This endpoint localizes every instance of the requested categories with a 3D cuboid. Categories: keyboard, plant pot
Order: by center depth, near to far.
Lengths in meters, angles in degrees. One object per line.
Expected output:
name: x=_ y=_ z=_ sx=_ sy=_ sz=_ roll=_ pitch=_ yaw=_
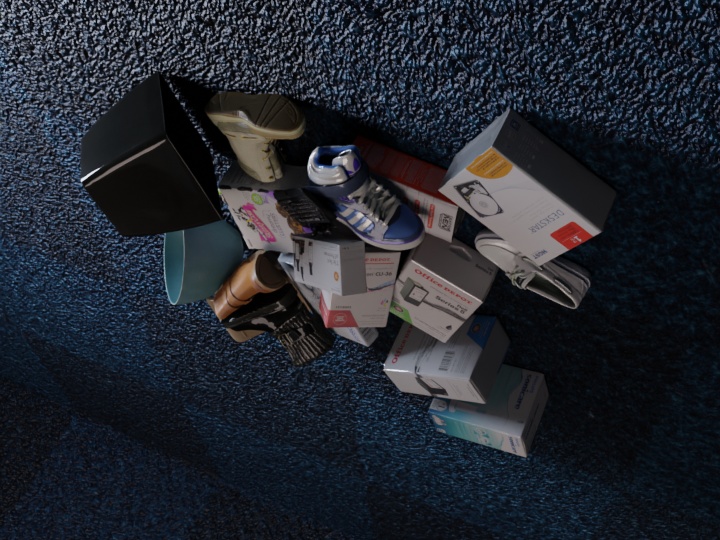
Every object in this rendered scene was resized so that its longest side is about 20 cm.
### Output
keyboard: x=-0.090 y=-0.085 z=1.464 sx=0.104 sy=0.040 sz=0.200 roll=39 pitch=172 yaw=-14
plant pot: x=-0.364 y=-0.178 z=1.551 sx=0.176 sy=0.201 sz=0.200 roll=-23 pitch=134 yaw=6
plant pot: x=-0.312 y=-0.033 z=1.841 sx=0.133 sy=0.203 sz=0.200 roll=1 pitch=160 yaw=-24

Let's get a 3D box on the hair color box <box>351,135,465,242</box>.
hair color box: x=0.070 y=-0.129 z=1.452 sx=0.198 sy=0.062 sz=0.102 roll=24 pitch=151 yaw=12

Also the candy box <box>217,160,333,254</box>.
candy box: x=-0.132 y=-0.108 z=1.635 sx=0.198 sy=0.072 sz=0.169 roll=7 pitch=143 yaw=25

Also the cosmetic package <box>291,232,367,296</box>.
cosmetic package: x=-0.055 y=-0.013 z=1.500 sx=0.199 sy=0.050 sz=0.084 roll=13 pitch=110 yaw=63

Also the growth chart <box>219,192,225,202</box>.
growth chart: x=-0.181 y=-0.105 z=1.758 sx=0.200 sy=0.018 sz=0.144 roll=43 pitch=148 yaw=-24

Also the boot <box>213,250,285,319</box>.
boot: x=-0.218 y=0.037 z=1.726 sx=0.074 sy=0.154 sz=0.200 roll=47 pitch=-170 yaw=-11

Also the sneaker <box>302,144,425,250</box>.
sneaker: x=0.006 y=-0.117 z=1.378 sx=0.198 sy=0.081 sz=0.147 roll=28 pitch=158 yaw=18

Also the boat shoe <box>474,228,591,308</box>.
boat shoe: x=0.270 y=-0.003 z=1.465 sx=0.198 sy=0.067 sz=0.074 roll=22 pitch=150 yaw=13

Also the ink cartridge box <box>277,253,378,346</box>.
ink cartridge box: x=-0.078 y=0.045 z=1.751 sx=0.199 sy=0.041 sz=0.201 roll=18 pitch=147 yaw=48

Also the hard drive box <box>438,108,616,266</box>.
hard drive box: x=0.237 y=-0.115 z=1.312 sx=0.199 sy=0.077 sz=0.156 roll=34 pitch=151 yaw=-10

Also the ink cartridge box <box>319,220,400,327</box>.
ink cartridge box: x=0.000 y=0.000 z=1.589 sx=0.115 sy=0.068 sz=0.202 roll=-1 pitch=123 yaw=-16

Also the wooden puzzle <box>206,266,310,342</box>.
wooden puzzle: x=-0.206 y=0.066 z=1.924 sx=0.198 sy=0.038 sz=0.186 roll=-21 pitch=145 yaw=1

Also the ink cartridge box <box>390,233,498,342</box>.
ink cartridge box: x=0.135 y=0.027 z=1.615 sx=0.144 sy=0.085 sz=0.200 roll=29 pitch=151 yaw=-1

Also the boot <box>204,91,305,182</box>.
boot: x=-0.150 y=-0.212 z=1.506 sx=0.198 sy=0.072 sz=0.155 roll=15 pitch=148 yaw=33

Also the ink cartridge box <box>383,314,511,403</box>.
ink cartridge box: x=0.164 y=0.161 z=1.735 sx=0.198 sy=0.146 sz=0.084 roll=2 pitch=143 yaw=39

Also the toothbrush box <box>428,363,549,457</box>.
toothbrush box: x=0.256 y=0.263 z=1.816 sx=0.198 sy=0.147 sz=0.086 roll=10 pitch=147 yaw=28

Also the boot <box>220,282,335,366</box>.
boot: x=-0.167 y=0.120 z=1.817 sx=0.209 sy=0.080 sz=0.158 roll=-14 pitch=123 yaw=39
